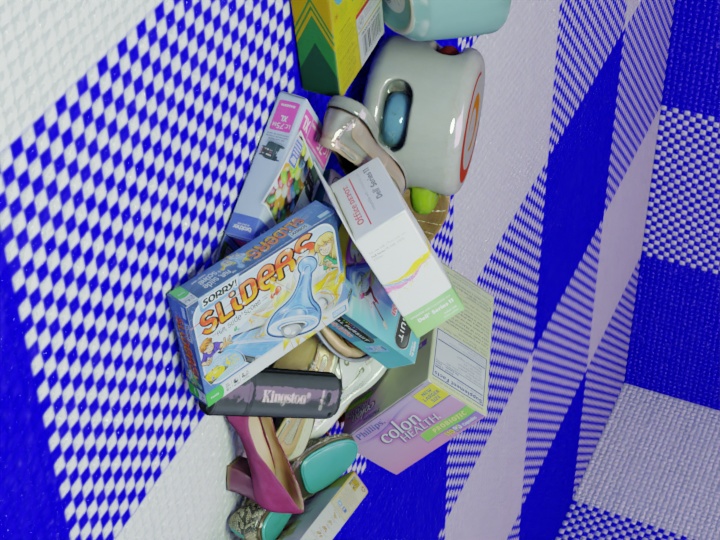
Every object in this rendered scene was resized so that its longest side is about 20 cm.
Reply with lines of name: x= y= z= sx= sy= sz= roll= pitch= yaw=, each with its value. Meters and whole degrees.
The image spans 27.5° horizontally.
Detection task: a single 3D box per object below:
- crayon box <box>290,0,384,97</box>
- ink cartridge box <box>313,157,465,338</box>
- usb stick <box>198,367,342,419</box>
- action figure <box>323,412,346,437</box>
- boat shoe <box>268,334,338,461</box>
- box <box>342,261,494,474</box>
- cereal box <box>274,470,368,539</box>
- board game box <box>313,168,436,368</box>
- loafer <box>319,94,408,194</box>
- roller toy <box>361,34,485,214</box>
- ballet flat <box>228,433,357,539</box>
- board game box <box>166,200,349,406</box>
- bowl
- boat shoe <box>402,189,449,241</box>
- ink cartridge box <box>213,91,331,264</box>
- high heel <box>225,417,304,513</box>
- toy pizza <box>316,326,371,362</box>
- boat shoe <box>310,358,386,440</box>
crayon box: x=-0.025 y=-0.302 z=1.570 sx=0.201 sy=0.050 sz=0.127 roll=84 pitch=28 yaw=-47
ink cartridge box: x=0.031 y=-0.038 z=1.591 sx=0.200 sy=0.067 sz=0.117 roll=56 pitch=5 yaw=-38
usb stick: x=-0.097 y=0.134 z=1.616 sx=0.199 sy=0.032 sz=0.056 roll=8 pitch=86 yaw=-46
action figure: x=-0.047 y=0.190 z=1.899 sx=0.065 sy=0.051 sz=0.202 roll=-20 pitch=120 yaw=-64
boat shoe: x=-0.079 y=0.127 z=1.734 sx=0.076 sy=0.071 sz=0.201 roll=16 pitch=86 yaw=-54
box: x=0.075 y=0.124 z=1.871 sx=0.176 sy=0.096 sz=0.201 roll=-39 pitch=-152 yaw=38
cereal box: x=-0.088 y=0.328 z=1.769 sx=0.040 sy=0.143 sz=0.200 roll=56 pitch=33 yaw=-6
board game box: x=0.000 y=0.000 z=1.698 sx=0.200 sy=0.047 sz=0.152 roll=36 pitch=55 yaw=-38
loafer: x=-0.003 y=-0.123 z=1.656 sx=0.063 sy=0.072 sz=0.200 roll=-63 pitch=153 yaw=-16
roller toy: x=0.069 y=-0.191 z=1.787 sx=0.183 sy=0.139 sz=0.201 roll=88 pitch=16 yaw=-54
ballet flat: x=-0.088 y=0.254 z=1.780 sx=0.200 sy=0.075 sz=0.068 roll=-42 pitch=134 yaw=-38
board game box: x=-0.101 y=0.033 z=1.515 sx=0.200 sy=0.034 sz=0.136 roll=-34 pitch=135 yaw=-29
bowl: x=0.068 y=-0.337 z=1.637 sx=0.105 sy=0.201 sz=0.202 roll=-28 pitch=141 yaw=-19
boat shoe: x=0.088 y=-0.120 z=1.976 sx=0.069 sy=0.070 sz=0.201 roll=-93 pitch=-161 yaw=-56
ink cartridge box: x=-0.090 y=-0.075 z=1.584 sx=0.119 sy=0.042 sz=0.201 roll=55 pitch=55 yaw=-66
high heel: x=-0.100 y=0.183 z=1.664 sx=0.067 sy=0.096 sz=0.201 roll=-49 pitch=148 yaw=-50
toy pizza: x=-0.010 y=0.009 z=1.753 sx=0.200 sy=0.032 sz=0.202 roll=24 pitch=61 yaw=-52
boat shoe: x=-0.025 y=0.120 z=1.818 sx=0.200 sy=0.071 sz=0.069 roll=-52 pitch=143 yaw=-10
